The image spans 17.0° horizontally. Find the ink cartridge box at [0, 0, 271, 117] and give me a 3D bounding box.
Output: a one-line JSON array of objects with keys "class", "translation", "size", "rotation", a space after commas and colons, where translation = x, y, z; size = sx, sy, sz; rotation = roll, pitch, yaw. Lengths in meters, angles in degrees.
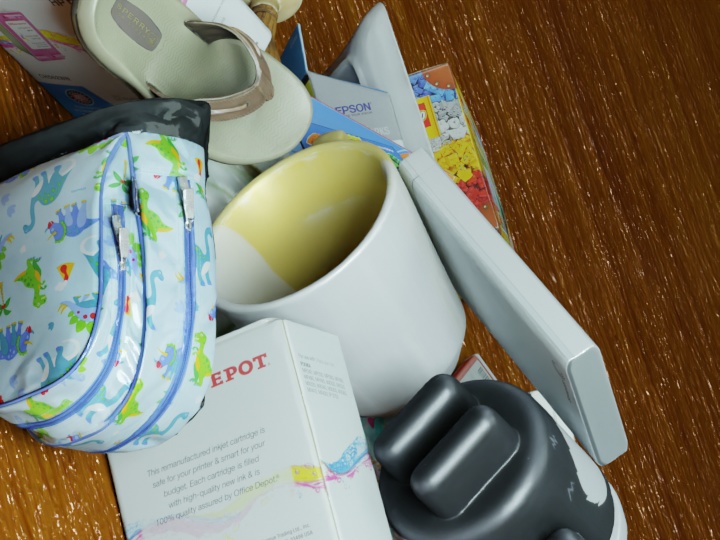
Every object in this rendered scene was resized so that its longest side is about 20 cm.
[{"class": "ink cartridge box", "translation": [-0.176, -0.181, 1.537], "size": [0.200, 0.144, 0.085], "rotation": [47, 60, -41]}]

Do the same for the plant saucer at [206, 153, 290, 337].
[{"class": "plant saucer", "translation": [-0.105, -0.011, 1.639], "size": [0.200, 0.050, 0.200], "rotation": [17, 66, -44]}]

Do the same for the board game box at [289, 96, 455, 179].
[{"class": "board game box", "translation": [-0.040, -0.072, 1.731], "size": [0.200, 0.019, 0.103], "rotation": [29, 66, -6]}]

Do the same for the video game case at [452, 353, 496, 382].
[{"class": "video game case", "translation": [0.106, 0.161, 2.002], "size": [0.143, 0.017, 0.200], "rotation": [54, 25, -4]}]

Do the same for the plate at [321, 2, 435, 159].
[{"class": "plate", "translation": [0.008, -0.087, 1.909], "size": [0.200, 0.032, 0.200], "rotation": [136, -61, -68]}]

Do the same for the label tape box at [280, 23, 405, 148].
[{"class": "label tape box", "translation": [-0.013, -0.072, 1.832], "size": [0.143, 0.066, 0.200], "rotation": [125, -46, -65]}]

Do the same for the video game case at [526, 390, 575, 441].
[{"class": "video game case", "translation": [0.113, 0.191, 1.812], "size": [0.036, 0.200, 0.181], "rotation": [-10, 82, -25]}]

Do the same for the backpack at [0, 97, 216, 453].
[{"class": "backpack", "translation": [-0.159, 0.010, 1.429], "size": [0.154, 0.163, 0.200], "rotation": [-3, 79, -58]}]

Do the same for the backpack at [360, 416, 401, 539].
[{"class": "backpack", "translation": [0.038, 0.177, 1.719], "size": [0.200, 0.150, 0.178], "rotation": [26, 46, -66]}]

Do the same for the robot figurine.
[{"class": "robot figurine", "translation": [0.092, 0.146, 1.542], "size": [0.200, 0.125, 0.150], "rotation": [46, 33, -44]}]

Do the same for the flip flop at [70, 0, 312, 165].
[{"class": "flip flop", "translation": [-0.095, -0.125, 1.482], "size": [0.200, 0.058, 0.081], "rotation": [38, 69, -44]}]

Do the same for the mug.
[{"class": "mug", "translation": [0.003, 0.004, 1.612], "size": [0.153, 0.149, 0.187], "rotation": [53, 58, -34]}]

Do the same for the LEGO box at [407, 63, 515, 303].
[{"class": "LEGO box", "translation": [0.072, -0.067, 2.028], "size": [0.200, 0.077, 0.149], "rotation": [52, 21, -74]}]

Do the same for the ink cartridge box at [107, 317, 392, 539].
[{"class": "ink cartridge box", "translation": [-0.066, 0.148, 1.495], "size": [0.083, 0.146, 0.200], "rotation": [19, 53, -61]}]

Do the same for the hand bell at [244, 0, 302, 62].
[{"class": "hand bell", "translation": [-0.068, -0.175, 1.724], "size": [0.104, 0.104, 0.200], "rotation": [50, 27, -37]}]

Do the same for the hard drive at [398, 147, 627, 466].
[{"class": "hard drive", "translation": [0.099, 0.023, 1.568], "size": [0.200, 0.027, 0.132], "rotation": [51, -9, 36]}]
